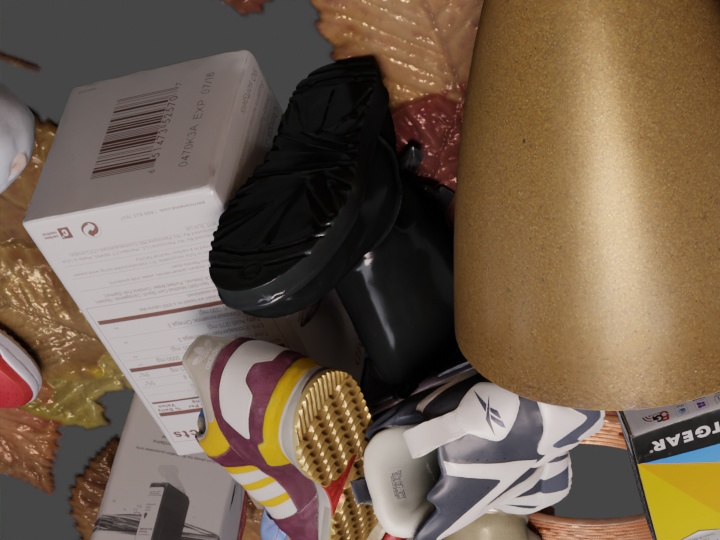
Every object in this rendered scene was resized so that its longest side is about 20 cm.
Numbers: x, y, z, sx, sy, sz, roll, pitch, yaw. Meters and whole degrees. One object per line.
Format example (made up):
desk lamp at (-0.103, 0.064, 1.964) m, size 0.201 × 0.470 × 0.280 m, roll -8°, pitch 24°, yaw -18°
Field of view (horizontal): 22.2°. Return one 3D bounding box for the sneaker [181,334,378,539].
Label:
sneaker at (-0.041, 0.098, 1.018) m, size 0.090 × 0.075 × 0.200 m, roll 23°, pitch 151°, yaw 23°

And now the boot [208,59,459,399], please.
boot at (-0.001, 0.000, 0.979) m, size 0.073 × 0.198 × 0.163 m, roll -7°, pitch 128°, yaw 24°

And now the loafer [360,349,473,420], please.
loafer at (0.089, 0.064, 1.116) m, size 0.200 × 0.063 × 0.072 m, roll -11°, pitch 132°, yaw 23°

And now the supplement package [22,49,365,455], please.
supplement package at (-0.084, -0.006, 1.043) m, size 0.117 × 0.117 × 0.200 m, roll -10°, pitch 134°, yaw 20°

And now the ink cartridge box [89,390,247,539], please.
ink cartridge box at (-0.132, 0.202, 1.212) m, size 0.084 × 0.200 × 0.144 m, roll 10°, pitch 138°, yaw 3°

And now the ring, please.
ring at (0.144, 0.132, 1.182) m, size 0.200 × 0.019 × 0.200 m, roll 5°, pitch 151°, yaw 3°

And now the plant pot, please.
plant pot at (0.122, -0.065, 0.907) m, size 0.186 × 0.186 × 0.200 m, roll -3°, pitch 122°, yaw 16°

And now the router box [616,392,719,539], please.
router box at (0.258, 0.097, 1.076) m, size 0.200 × 0.051 × 0.149 m, roll -19°, pitch 133°, yaw 3°

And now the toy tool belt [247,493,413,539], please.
toy tool belt at (-0.025, 0.155, 1.190) m, size 0.123 × 0.125 × 0.200 m, roll 33°, pitch 161°, yaw 10°

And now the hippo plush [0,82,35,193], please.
hippo plush at (-0.278, -0.078, 1.025) m, size 0.161 × 0.159 × 0.200 m, roll -45°, pitch 134°, yaw 10°

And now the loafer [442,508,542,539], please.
loafer at (0.081, 0.197, 1.214) m, size 0.076 × 0.068 × 0.200 m, roll 5°, pitch 158°, yaw 12°

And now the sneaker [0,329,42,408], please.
sneaker at (-0.308, 0.066, 1.174) m, size 0.200 × 0.113 × 0.071 m, roll 27°, pitch 136°, yaw -16°

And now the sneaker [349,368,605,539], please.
sneaker at (0.051, 0.105, 1.012) m, size 0.130 × 0.080 × 0.199 m, roll -20°, pitch 168°, yaw -13°
